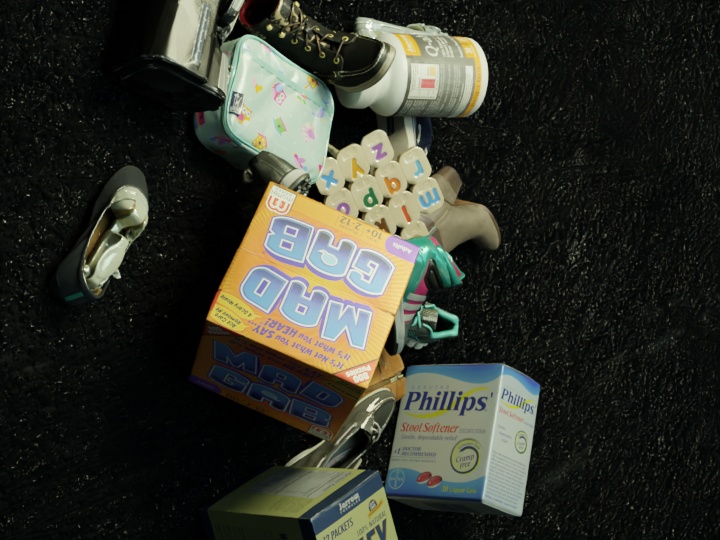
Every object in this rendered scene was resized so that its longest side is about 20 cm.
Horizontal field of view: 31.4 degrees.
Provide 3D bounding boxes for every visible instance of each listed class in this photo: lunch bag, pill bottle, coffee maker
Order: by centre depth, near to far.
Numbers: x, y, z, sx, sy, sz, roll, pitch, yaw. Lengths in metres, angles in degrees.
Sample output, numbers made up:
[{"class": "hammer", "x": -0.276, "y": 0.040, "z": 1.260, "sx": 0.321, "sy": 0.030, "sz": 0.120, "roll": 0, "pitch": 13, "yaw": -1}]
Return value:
[{"class": "coffee maker", "x": -0.233, "y": -0.314, "z": 1.546, "sx": 0.191, "sy": 0.135, "sz": 0.201, "roll": 17, "pitch": 70, "yaw": -18}, {"class": "lunch bag", "x": -0.124, "y": -0.210, "z": 1.677, "sx": 0.200, "sy": 0.077, "sz": 0.161, "roll": 30, "pitch": 64, "yaw": -44}, {"class": "pill bottle", "x": 0.071, "y": -0.275, "z": 1.811, "sx": 0.199, "sy": 0.116, "sz": 0.117, "roll": -3, "pitch": 88, "yaw": -29}]

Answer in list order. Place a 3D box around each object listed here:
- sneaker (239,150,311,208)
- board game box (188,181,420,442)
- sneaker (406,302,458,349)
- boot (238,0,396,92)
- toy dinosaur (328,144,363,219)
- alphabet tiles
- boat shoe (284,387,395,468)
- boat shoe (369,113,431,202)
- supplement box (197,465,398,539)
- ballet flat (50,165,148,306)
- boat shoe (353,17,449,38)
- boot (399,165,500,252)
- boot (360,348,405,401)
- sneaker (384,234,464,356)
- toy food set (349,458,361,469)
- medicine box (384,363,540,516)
[{"class": "sneaker", "x": -0.112, "y": -0.094, "z": 1.640, "sx": 0.090, "sy": 0.200, "sz": 0.066, "roll": 41, "pitch": 69, "yaw": 11}, {"class": "board game box", "x": -0.072, "y": 0.054, "z": 1.558, "sx": 0.199, "sy": 0.200, "sz": 0.200, "roll": 24, "pitch": 62, "yaw": -2}, {"class": "sneaker", "x": 0.068, "y": 0.063, "z": 1.858, "sx": 0.200, "sy": 0.091, "sz": 0.078, "roll": 16, "pitch": 73, "yaw": -47}, {"class": "boot", "x": -0.060, "y": -0.305, "z": 1.680, "sx": 0.150, "sy": 0.200, "sz": 0.073, "roll": 33, "pitch": 82, "yaw": -36}, {"class": "toy dinosaur", "x": -0.001, "y": -0.091, "z": 1.832, "sx": 0.088, "sy": 0.047, "sz": 0.201, "roll": -10, "pitch": 91, "yaw": -42}, {"class": "alphabet tiles", "x": 0.016, "y": -0.087, "z": 1.784, "sx": 0.200, "sy": 0.015, "sz": 0.196, "roll": -30, "pitch": 114, "yaw": -10}, {"class": "boat shoe", "x": -0.017, "y": 0.239, "z": 1.717, "sx": 0.200, "sy": 0.057, "sz": 0.067, "roll": -38, "pitch": 137, "yaw": -19}, {"class": "boat shoe", "x": 0.068, "y": -0.173, "z": 1.881, "sx": 0.093, "sy": 0.074, "sz": 0.201, "roll": 36, "pitch": 49, "yaw": -44}, {"class": "supplement box", "x": -0.065, "y": 0.361, "z": 1.590, "sx": 0.134, "sy": 0.199, "sz": 0.201, "roll": -27, "pitch": 106, "yaw": -46}, {"class": "ballet flat", "x": -0.284, "y": -0.042, "z": 1.483, "sx": 0.073, "sy": 0.073, "sz": 0.200, "roll": 49, "pitch": 52, "yaw": -33}, {"class": "boat shoe", "x": 0.067, "y": -0.347, "z": 1.916, "sx": 0.201, "sy": 0.074, "sz": 0.065, "roll": -11, "pitch": 98, "yaw": -42}, {"class": "boot", "x": 0.133, "y": -0.057, "z": 1.972, "sx": 0.200, "sy": 0.070, "sz": 0.146, "roll": 51, "pitch": 57, "yaw": -31}, {"class": "boot", "x": -0.002, "y": 0.123, "z": 1.774, "sx": 0.155, "sy": 0.076, "sz": 0.201, "roll": -25, "pitch": 110, "yaw": -41}, {"class": "sneaker", "x": 0.079, "y": 0.025, "z": 1.724, "sx": 0.120, "sy": 0.084, "sz": 0.200, "roll": -20, "pitch": 142, "yaw": -18}, {"class": "toy food set", "x": 0.001, "y": 0.380, "z": 1.771, "sx": 0.144, "sy": 0.060, "sz": 0.200, "roll": -49, "pitch": 121, "yaw": -40}, {"class": "medicine box", "x": 0.147, "y": 0.245, "z": 1.860, "sx": 0.103, "sy": 0.182, "sz": 0.201, "roll": 28, "pitch": 65, "yaw": -44}]
